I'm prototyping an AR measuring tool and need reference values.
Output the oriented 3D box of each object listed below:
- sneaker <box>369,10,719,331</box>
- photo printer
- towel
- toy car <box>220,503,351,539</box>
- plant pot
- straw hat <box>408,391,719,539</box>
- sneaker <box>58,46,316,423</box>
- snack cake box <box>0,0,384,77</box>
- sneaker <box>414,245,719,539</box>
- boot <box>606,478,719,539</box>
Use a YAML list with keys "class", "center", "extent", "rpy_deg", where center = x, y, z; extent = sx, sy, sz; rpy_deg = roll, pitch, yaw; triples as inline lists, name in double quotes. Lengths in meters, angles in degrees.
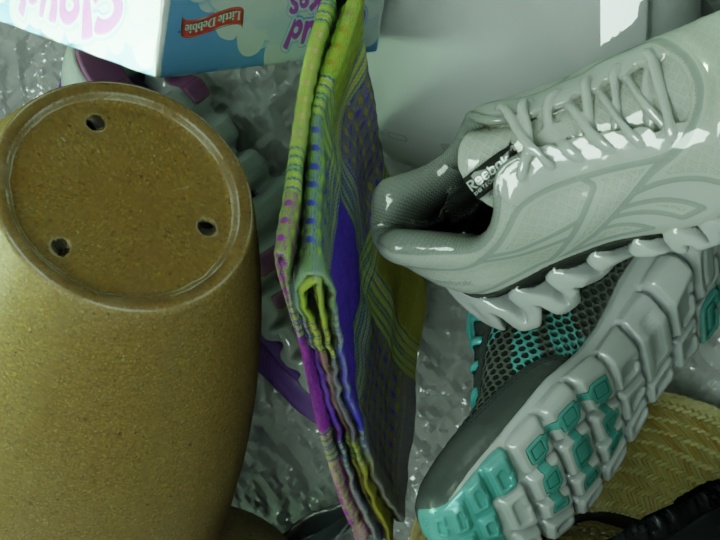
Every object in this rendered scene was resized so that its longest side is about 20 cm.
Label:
- class: "sneaker"
  center: [0.086, -0.041, 0.933]
  extent: [0.200, 0.081, 0.075]
  rpy_deg: [-33, 51, 36]
- class: "photo printer"
  center: [0.056, -0.134, 1.042]
  extent: [0.166, 0.069, 0.201]
  rpy_deg: [8, 106, 27]
- class: "towel"
  center: [0.000, 0.000, 1.011]
  extent: [0.023, 0.144, 0.200]
  rpy_deg: [1, 144, 10]
- class: "toy car"
  center: [-0.063, 0.166, 1.129]
  extent: [0.200, 0.164, 0.158]
  rpy_deg: [-40, 86, 12]
- class: "plant pot"
  center: [-0.111, 0.025, 0.973]
  extent: [0.186, 0.186, 0.200]
  rpy_deg: [44, 145, 7]
- class: "straw hat"
  center: [0.099, 0.145, 1.084]
  extent: [0.201, 0.201, 0.085]
  rpy_deg: [56, 157, 2]
- class: "sneaker"
  center: [-0.070, -0.009, 1.130]
  extent: [0.200, 0.080, 0.088]
  rpy_deg: [49, 125, 5]
- class: "snack cake box"
  center: [-0.096, -0.134, 1.047]
  extent: [0.200, 0.115, 0.067]
  rpy_deg: [22, 112, 43]
- class: "sneaker"
  center: [0.071, 0.031, 1.035]
  extent: [0.091, 0.200, 0.078]
  rpy_deg: [22, 143, 29]
- class: "boot"
  center: [0.167, 0.157, 1.023]
  extent: [0.163, 0.198, 0.073]
  rpy_deg: [58, 155, 9]
